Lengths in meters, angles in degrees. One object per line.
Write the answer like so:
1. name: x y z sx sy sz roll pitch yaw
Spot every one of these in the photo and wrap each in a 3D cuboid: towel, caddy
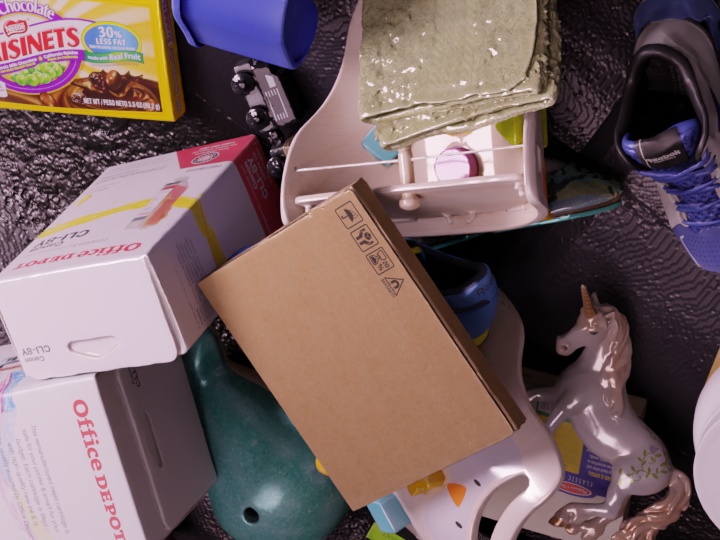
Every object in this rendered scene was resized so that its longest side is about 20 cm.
1. towel: 0.066 -0.185 1.397 0.147 0.036 0.202 -10 70 29
2. caddy: -0.075 -0.218 1.416 0.104 0.200 0.142 20 84 6

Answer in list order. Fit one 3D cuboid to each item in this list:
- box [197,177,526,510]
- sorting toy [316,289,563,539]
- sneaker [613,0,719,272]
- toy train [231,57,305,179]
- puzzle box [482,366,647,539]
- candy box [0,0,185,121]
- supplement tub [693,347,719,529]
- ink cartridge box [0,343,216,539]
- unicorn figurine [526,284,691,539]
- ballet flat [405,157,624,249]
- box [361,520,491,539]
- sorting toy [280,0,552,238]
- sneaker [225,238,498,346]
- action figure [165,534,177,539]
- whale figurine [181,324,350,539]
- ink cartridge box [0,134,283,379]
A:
1. box: -0.002 0.055 1.454 0.163 0.021 0.201 -29 98 38
2. sorting toy: 0.071 0.138 1.523 0.180 0.106 0.201 45 126 38
3. sneaker: 0.213 -0.078 1.415 0.080 0.115 0.201 -7 115 27
4. toy train: -0.040 -0.070 1.581 0.045 0.034 0.201 -17 110 17
5. puzzle box: 0.116 0.135 1.635 0.198 0.025 0.134 15 122 15
6. candy box: -0.232 -0.170 1.610 0.198 0.026 0.103 5 117 20
7. supplement tub: 0.304 0.089 1.419 0.143 0.200 0.145 11 122 17
8. ink cartridge box: -0.235 0.137 1.611 0.198 0.145 0.146 -10 104 22
9. unicorn figurine: 0.169 0.111 1.548 0.137 0.074 0.200 -38 105 15
10. ballet flat: 0.090 -0.055 1.515 0.199 0.074 0.075 -14 112 26
11. box: 0.034 0.300 1.645 0.148 0.200 0.125 30 142 5
12. sorting toy: 0.055 -0.120 1.452 0.199 0.107 0.182 -4 81 32
13. sneaker: 0.000 0.000 1.490 0.198 0.066 0.079 11 140 10
14. action figure: -0.237 0.197 1.759 0.133 0.149 0.200 -14 126 36
15. whale figurine: -0.092 0.139 1.679 0.159 0.104 0.200 -32 104 34
16. ink cartridge box: -0.159 -0.012 1.562 0.144 0.200 0.084 -10 114 27
